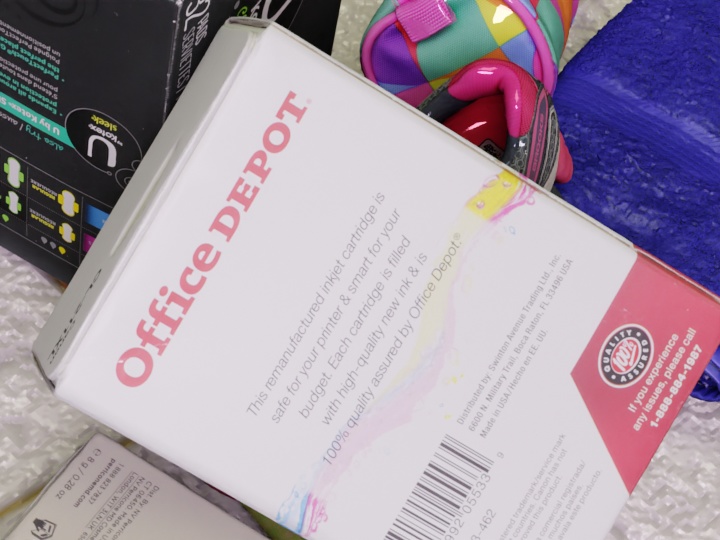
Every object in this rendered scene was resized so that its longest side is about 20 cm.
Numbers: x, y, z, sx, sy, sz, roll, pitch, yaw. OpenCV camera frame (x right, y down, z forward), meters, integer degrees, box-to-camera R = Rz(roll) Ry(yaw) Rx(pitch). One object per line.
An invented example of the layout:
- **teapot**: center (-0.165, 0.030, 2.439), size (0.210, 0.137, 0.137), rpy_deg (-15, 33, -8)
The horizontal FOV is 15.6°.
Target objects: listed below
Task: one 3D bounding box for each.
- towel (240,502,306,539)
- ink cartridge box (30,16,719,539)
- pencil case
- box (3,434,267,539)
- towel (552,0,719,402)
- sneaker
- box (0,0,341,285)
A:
- **towel**: center (0.021, 0.037, 1.058), size (0.200, 0.023, 0.144), rpy_deg (-32, 66, -27)
- **ink cartridge box**: center (0.006, 0.021, 0.928), size (0.200, 0.083, 0.146), rpy_deg (31, 90, -15)
- **pencil case**: center (0.054, -0.137, 1.125), size (0.088, 0.089, 0.200), rpy_deg (14, 37, 0)
- **box**: center (-0.034, 0.149, 0.922), size (0.200, 0.082, 0.068), rpy_deg (30, 55, 14)
- **towel**: center (0.142, -0.047, 1.106), size (0.148, 0.050, 0.200), rpy_deg (36, 49, 12)
- **sneaker**: center (0.000, 0.000, 1.001), size (0.081, 0.075, 0.200), rpy_deg (33, 77, 20)
- **box**: center (-0.090, -0.107, 1.031), size (0.124, 0.200, 0.149), rpy_deg (28, 55, 12)
